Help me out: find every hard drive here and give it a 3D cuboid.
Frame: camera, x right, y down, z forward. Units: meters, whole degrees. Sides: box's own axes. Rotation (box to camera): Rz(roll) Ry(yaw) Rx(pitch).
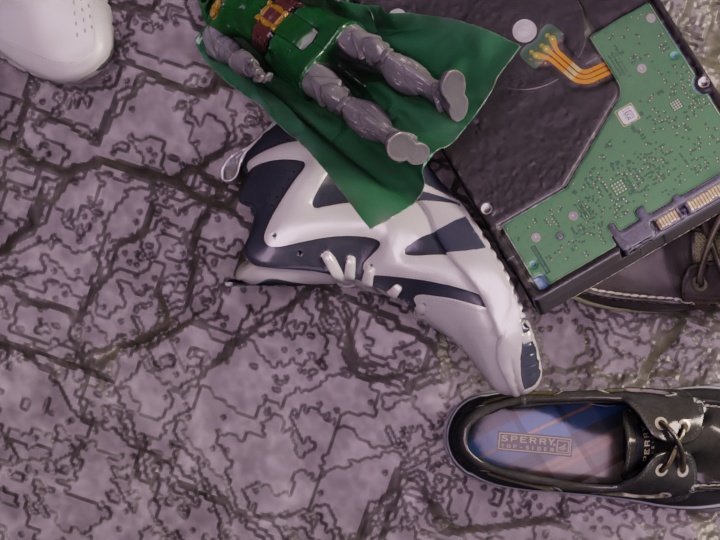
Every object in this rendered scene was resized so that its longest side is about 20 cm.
[{"bbox_3d":[0.102,-0.095,1.504,0.140,0.038,0.200,-31,71,0],"label":"hard drive"}]

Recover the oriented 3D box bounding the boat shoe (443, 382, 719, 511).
[{"bbox_3d":[0.144,0.093,1.515,0.200,0.057,0.069,0,89,1],"label":"boat shoe"}]

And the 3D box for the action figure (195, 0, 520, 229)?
[{"bbox_3d":[-0.026,-0.114,1.481,0.118,0.055,0.200,-48,50,-9],"label":"action figure"}]

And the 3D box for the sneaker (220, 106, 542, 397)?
[{"bbox_3d":[0.000,0.000,1.507,0.130,0.079,0.199,-31,87,2],"label":"sneaker"}]

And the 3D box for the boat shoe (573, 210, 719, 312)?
[{"bbox_3d":[0.200,-0.015,1.513,0.201,0.066,0.072,-2,89,0],"label":"boat shoe"}]

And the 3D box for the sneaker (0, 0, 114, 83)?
[{"bbox_3d":[-0.201,-0.182,1.509,0.074,0.087,0.200,-37,90,-4],"label":"sneaker"}]
